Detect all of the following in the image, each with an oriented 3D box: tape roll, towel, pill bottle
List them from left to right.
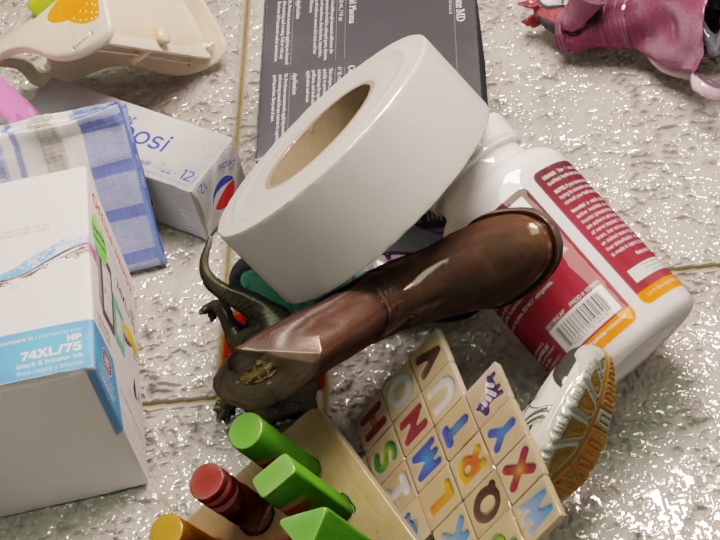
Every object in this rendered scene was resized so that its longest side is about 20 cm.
[{"bbox_3d":[-0.268,-0.048,1.292,0.199,0.147,0.024,-13,18,-2],"label":"towel"},{"bbox_3d":[-0.006,-0.073,1.129,0.202,0.071,0.203,-42,16,15],"label":"tape roll"},{"bbox_3d":[0.133,-0.013,1.155,0.113,0.113,0.200,-35,74,-18],"label":"pill bottle"}]

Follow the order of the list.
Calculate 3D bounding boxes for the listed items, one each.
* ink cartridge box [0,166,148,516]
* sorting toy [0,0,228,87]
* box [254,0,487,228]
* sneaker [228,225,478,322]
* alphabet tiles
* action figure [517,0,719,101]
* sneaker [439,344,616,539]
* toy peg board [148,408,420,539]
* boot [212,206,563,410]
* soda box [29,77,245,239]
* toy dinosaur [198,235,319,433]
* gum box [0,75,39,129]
[{"bbox_3d":[-0.249,0.053,1.191,0.146,0.147,0.200,-13,49,1],"label":"ink cartridge box"},{"bbox_3d":[-0.249,-0.204,1.405,0.180,0.200,0.107,-24,83,22],"label":"sorting toy"},{"bbox_3d":[0.014,-0.135,1.330,0.181,0.104,0.200,-6,49,8],"label":"box"},{"bbox_3d":[0.000,0.000,1.252,0.199,0.075,0.088,1,33,3],"label":"sneaker"},{"bbox_3d":[0.050,0.139,1.069,0.167,0.008,0.200,-50,37,25],"label":"alphabet tiles"},{"bbox_3d":[0.231,-0.211,1.381,0.199,0.134,0.149,0,91,27],"label":"action figure"},{"bbox_3d":[0.097,0.132,1.066,0.088,0.076,0.200,22,82,37],"label":"sneaker"},{"bbox_3d":[-0.068,0.203,1.016,0.199,0.098,0.200,-42,51,2],"label":"toy peg board"},{"bbox_3d":[0.016,0.027,1.054,0.186,0.064,0.200,-26,-2,40],"label":"boot"},{"bbox_3d":[-0.197,-0.097,1.366,0.200,0.064,0.068,19,57,26],"label":"soda box"},{"bbox_3d":[-0.062,0.067,1.155,0.077,0.201,0.102,-19,18,-41],"label":"toy dinosaur"},{"bbox_3d":[-0.374,-0.093,1.322,0.200,0.114,0.066,-34,39,12],"label":"gum box"}]
